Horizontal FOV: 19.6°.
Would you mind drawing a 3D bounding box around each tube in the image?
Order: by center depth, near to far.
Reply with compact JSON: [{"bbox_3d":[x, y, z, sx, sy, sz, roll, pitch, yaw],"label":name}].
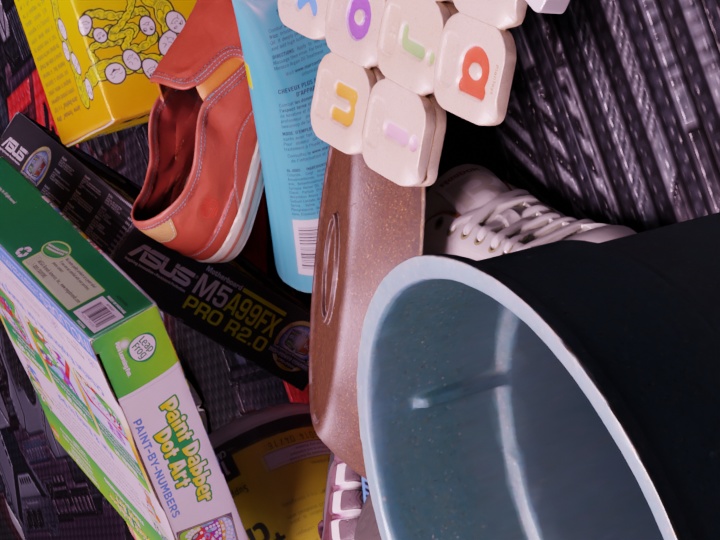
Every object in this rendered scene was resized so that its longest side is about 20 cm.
[{"bbox_3d":[-0.025,-0.076,1.065,0.050,0.077,0.200,40,147,36],"label":"tube"}]

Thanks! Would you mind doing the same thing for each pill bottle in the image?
[{"bbox_3d":[-0.028,0.187,1.223,0.200,0.112,0.112,61,156,22],"label":"pill bottle"}]

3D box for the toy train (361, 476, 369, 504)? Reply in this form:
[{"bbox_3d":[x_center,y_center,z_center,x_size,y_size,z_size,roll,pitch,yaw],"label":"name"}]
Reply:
[{"bbox_3d":[0.072,0.156,1.010,0.200,0.086,0.115,17,117,63],"label":"toy train"}]

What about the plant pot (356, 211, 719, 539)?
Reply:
[{"bbox_3d":[0.130,0.060,0.646,0.200,0.196,0.201,48,149,42],"label":"plant pot"}]

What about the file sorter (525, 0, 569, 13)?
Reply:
[{"bbox_3d":[0.005,-0.210,0.769,0.200,0.124,0.139,54,133,36],"label":"file sorter"}]

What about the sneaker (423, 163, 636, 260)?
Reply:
[{"bbox_3d":[0.060,-0.008,0.914,0.085,0.073,0.200,68,159,0],"label":"sneaker"}]

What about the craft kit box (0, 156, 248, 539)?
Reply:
[{"bbox_3d":[-0.143,0.060,1.149,0.200,0.048,0.198,39,151,48],"label":"craft kit box"}]

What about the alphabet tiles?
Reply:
[{"bbox_3d":[0.021,-0.143,0.889,0.196,0.015,0.201,33,117,56],"label":"alphabet tiles"}]

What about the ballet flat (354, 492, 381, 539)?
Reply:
[{"bbox_3d":[0.067,0.083,0.939,0.200,0.046,0.068,-40,30,39],"label":"ballet flat"}]

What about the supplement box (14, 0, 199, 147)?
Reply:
[{"bbox_3d":[-0.138,-0.185,1.181,0.109,0.109,0.201,-11,98,68],"label":"supplement box"}]

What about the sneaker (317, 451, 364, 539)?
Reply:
[{"bbox_3d":[-0.028,0.172,1.131,0.076,0.115,0.201,38,-139,-47],"label":"sneaker"}]

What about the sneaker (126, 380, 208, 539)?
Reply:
[{"bbox_3d":[-0.153,0.146,1.524,0.090,0.078,0.201,30,135,61],"label":"sneaker"}]

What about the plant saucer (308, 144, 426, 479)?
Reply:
[{"bbox_3d":[0.000,0.000,0.995,0.200,0.034,0.201,-174,90,-83],"label":"plant saucer"}]

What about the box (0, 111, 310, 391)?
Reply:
[{"bbox_3d":[-0.121,-0.013,1.241,0.160,0.044,0.200,33,-179,-35],"label":"box"}]

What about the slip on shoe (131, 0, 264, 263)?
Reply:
[{"bbox_3d":[-0.077,-0.105,1.100,0.074,0.061,0.201,15,94,55],"label":"slip on shoe"}]
